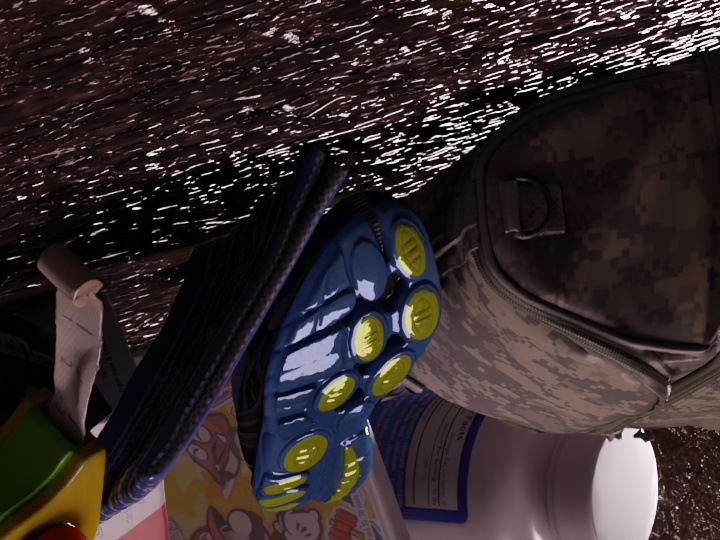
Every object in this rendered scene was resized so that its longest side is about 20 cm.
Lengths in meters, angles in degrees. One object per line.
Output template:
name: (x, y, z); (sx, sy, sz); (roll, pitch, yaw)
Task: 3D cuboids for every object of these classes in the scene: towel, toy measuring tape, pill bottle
towel: (-0.069, 0.032, 0.991); (0.145, 0.024, 0.200); (-61, -172, -17)
toy measuring tape: (-0.133, 0.075, 0.928); (0.073, 0.074, 0.200); (-14, 142, -22)
pill bottle: (0.065, 0.123, 1.430); (0.200, 0.112, 0.112); (0, -176, 33)

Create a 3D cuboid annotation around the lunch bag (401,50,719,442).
lunch bag: (0.097, -0.005, 1.017); (0.167, 0.140, 0.200); (2, 168, -14)

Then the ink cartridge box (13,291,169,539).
ink cartridge box: (-0.196, 0.110, 1.150); (0.200, 0.083, 0.146); (-15, 136, -14)

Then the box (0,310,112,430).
box: (-0.213, 0.093, 0.989); (0.200, 0.051, 0.158); (-41, 160, 8)

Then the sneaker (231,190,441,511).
sneaker: (-0.021, 0.027, 1.008); (0.071, 0.083, 0.200); (-14, 154, -19)

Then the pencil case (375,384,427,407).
pencil case: (0.059, 0.029, 1.424); (0.200, 0.078, 0.089); (-10, -164, -41)

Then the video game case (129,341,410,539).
video game case: (-0.069, 0.130, 1.382); (0.182, 0.200, 0.023); (-14, -167, 25)

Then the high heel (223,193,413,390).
high heel: (0.000, 0.000, 1.172); (0.200, 0.067, 0.096); (-29, -166, 16)
